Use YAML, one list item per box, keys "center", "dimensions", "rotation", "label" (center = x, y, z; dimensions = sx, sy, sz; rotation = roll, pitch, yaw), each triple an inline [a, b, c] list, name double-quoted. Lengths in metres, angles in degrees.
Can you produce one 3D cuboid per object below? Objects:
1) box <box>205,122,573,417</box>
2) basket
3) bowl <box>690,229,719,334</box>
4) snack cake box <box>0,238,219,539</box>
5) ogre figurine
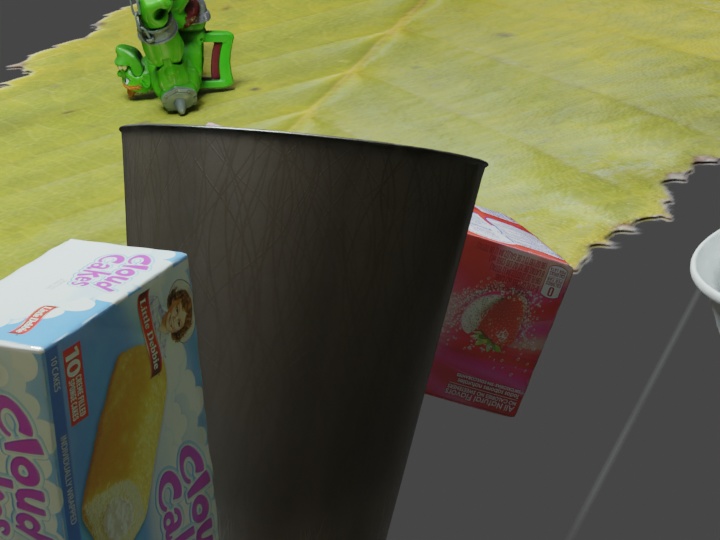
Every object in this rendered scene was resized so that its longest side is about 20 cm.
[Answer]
- center: [0.000, 0.000, 1.322]
  dimensions: [0.200, 0.096, 0.100]
  rotation: [17, 11, -23]
  label: "box"
- center: [-0.039, 0.040, 1.134]
  dimensions: [0.180, 0.201, 0.136]
  rotation: [6, -2, 21]
  label: "basket"
- center: [0.276, 0.031, 1.273]
  dimensions: [0.201, 0.091, 0.201]
  rotation: [-5, 20, 2]
  label: "bowl"
- center: [-0.117, 0.101, 1.024]
  dimensions: [0.067, 0.201, 0.115]
  rotation: [6, 23, 28]
  label: "snack cake box"
- center: [-0.157, -0.203, 2.007]
  dimensions: [0.098, 0.120, 0.200]
  rotation: [-16, 20, -16]
  label: "ogre figurine"
